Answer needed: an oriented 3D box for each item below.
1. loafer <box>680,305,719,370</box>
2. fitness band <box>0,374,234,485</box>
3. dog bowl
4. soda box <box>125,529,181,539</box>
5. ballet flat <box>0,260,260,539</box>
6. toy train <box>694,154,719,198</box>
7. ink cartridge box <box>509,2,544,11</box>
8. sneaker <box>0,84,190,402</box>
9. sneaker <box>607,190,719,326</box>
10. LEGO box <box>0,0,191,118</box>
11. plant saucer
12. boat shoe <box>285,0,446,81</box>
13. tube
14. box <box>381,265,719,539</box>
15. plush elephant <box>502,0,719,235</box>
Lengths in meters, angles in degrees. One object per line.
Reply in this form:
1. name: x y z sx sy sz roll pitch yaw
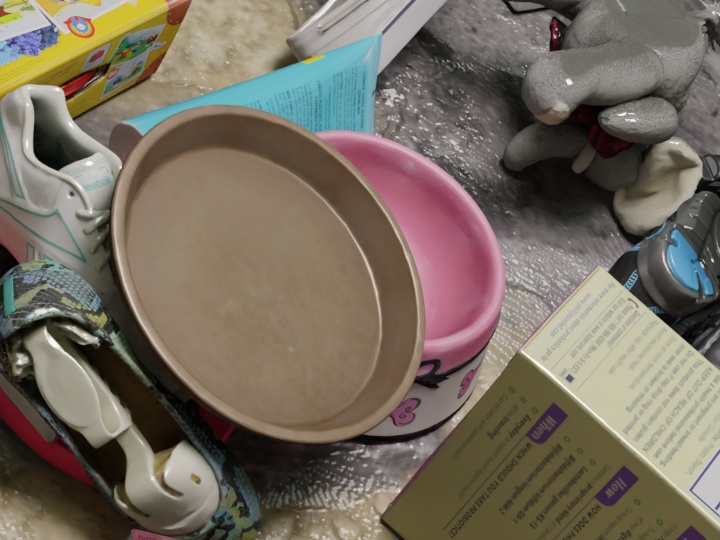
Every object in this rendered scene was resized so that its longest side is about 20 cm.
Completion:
1. loafer: 0.218 0.086 1.223 0.070 0.068 0.201 47 47 -3
2. fitness band: -0.152 0.034 1.071 0.143 0.037 0.200 -23 68 -44
3. dog bowl: 0.000 0.000 1.158 0.199 0.074 0.201 16 47 -18
4. soda box: -0.036 0.195 0.973 0.199 0.070 0.064 16 46 -17
5. ballet flat: -0.122 0.085 0.975 0.200 0.074 0.074 50 41 -19
6. toy train: 0.318 -0.066 1.419 0.199 0.046 0.034 1 53 -30
7. ink cartridge box: 0.174 -0.277 1.498 0.199 0.067 0.116 -17 63 -39
8. sneaker: -0.148 -0.014 1.031 0.070 0.080 0.200 -22 68 -46
9. sneaker: 0.207 -0.002 1.280 0.073 0.082 0.200 62 27 8
10. LEGO box: -0.226 -0.157 1.156 0.149 0.077 0.200 44 45 10
11. plant saucer: -0.052 0.004 1.031 0.199 0.029 0.201 21 53 -29
12. boat shoe: 0.028 -0.207 1.294 0.066 0.072 0.200 43 84 -17
13. tube: -0.062 -0.093 1.206 0.199 0.078 0.050 -20 42 -36
14. box: 0.143 0.133 1.055 0.200 0.176 0.097 42 45 8
15. plush elephant: 0.164 -0.117 1.311 0.199 0.155 0.165 -3 45 -22
